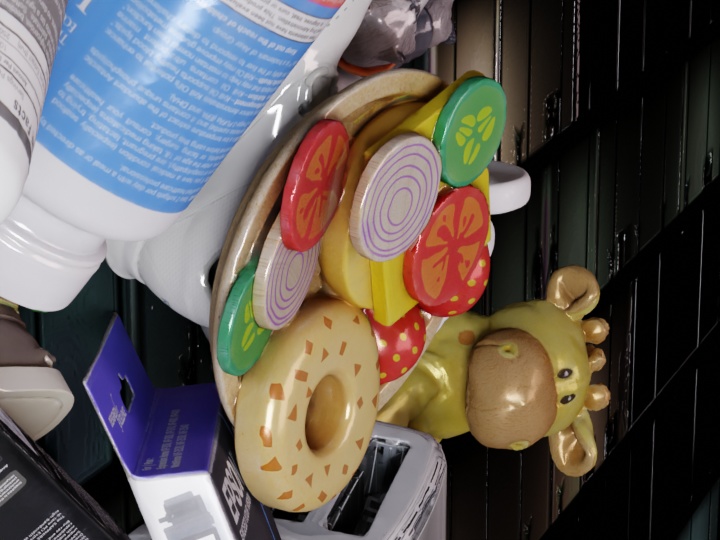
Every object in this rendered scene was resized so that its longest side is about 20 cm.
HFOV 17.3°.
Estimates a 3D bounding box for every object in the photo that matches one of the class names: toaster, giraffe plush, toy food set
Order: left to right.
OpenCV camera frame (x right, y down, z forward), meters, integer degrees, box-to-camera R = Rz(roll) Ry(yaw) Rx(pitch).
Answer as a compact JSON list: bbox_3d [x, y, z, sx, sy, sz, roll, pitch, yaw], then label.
[{"bbox_3d":[-0.017,0.169,1.326,0.200,0.113,0.130,-57,153,-57],"label":"toaster"},{"bbox_3d":[0.000,0.000,1.101,0.200,0.049,0.199,-39,140,-35],"label":"toy food set"},{"bbox_3d":[0.068,0.069,1.467,0.200,0.162,0.173,-62,150,-43],"label":"giraffe plush"}]

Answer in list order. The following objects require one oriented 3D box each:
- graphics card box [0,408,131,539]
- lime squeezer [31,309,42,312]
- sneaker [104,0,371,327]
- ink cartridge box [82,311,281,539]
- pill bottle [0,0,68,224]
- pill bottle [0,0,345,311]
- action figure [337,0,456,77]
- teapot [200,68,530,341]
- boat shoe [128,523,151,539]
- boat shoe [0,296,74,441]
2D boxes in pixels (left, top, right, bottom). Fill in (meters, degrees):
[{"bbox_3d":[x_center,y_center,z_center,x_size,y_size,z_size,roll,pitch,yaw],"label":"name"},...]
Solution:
[{"bbox_3d":[-0.170,0.117,0.941,0.125,0.051,0.200,-39,150,-4],"label":"graphics card box"},{"bbox_3d":[-0.133,-0.083,1.080,0.071,0.038,0.201,26,71,-68],"label":"lime squeezer"},{"bbox_3d":[-0.041,-0.061,1.114,0.074,0.087,0.200,2,124,-55],"label":"sneaker"},{"bbox_3d":[-0.068,0.118,1.104,0.198,0.043,0.201,-105,173,-81],"label":"ink cartridge box"},{"bbox_3d":[-0.167,-0.076,0.858,0.111,0.110,0.201,62,32,-56],"label":"pill bottle"},{"bbox_3d":[-0.096,-0.083,0.971,0.200,0.112,0.112,-52,165,16],"label":"pill bottle"},{"bbox_3d":[0.039,-0.152,1.282,0.194,0.199,0.105,-52,136,-65],"label":"action figure"},{"bbox_3d":[0.005,-0.026,1.303,0.198,0.145,0.201,63,38,-56],"label":"teapot"},{"bbox_3d":[-0.104,0.180,1.186,0.200,0.070,0.071,-30,123,-64],"label":"boat shoe"},{"bbox_3d":[-0.193,0.033,0.925,0.200,0.072,0.060,11,45,-57],"label":"boat shoe"}]
